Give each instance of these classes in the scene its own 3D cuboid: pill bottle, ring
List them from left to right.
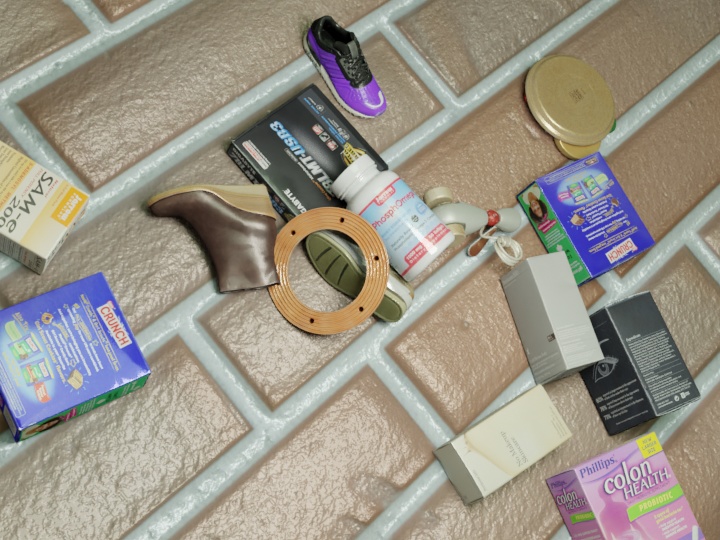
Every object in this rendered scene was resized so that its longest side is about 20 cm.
[{"bbox_3d":[-0.051,0.000,1.718,0.199,0.019,0.201,-1,87,15],"label":"ring"},{"bbox_3d":[0.048,-0.087,1.752,0.200,0.109,0.109,46,61,2],"label":"pill bottle"}]

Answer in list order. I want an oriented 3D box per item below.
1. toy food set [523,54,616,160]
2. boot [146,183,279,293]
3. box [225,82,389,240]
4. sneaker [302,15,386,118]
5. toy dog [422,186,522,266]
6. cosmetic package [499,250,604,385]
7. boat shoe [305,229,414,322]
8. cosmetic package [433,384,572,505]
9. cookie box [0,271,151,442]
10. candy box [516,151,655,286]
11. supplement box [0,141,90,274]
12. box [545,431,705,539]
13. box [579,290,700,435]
[{"bbox_3d":[0.398,-0.319,2.062,0.200,0.049,0.198,40,61,-2],"label":"toy food set"},{"bbox_3d":[-0.227,-0.048,1.697,0.199,0.072,0.167,-4,80,-11],"label":"boot"},{"bbox_3d":[-0.087,-0.184,1.819,0.198,0.050,0.200,-39,87,-30],"label":"box"},{"bbox_3d":[-0.022,-0.355,1.880,0.069,0.100,0.200,-37,86,-27],"label":"sneaker"},{"bbox_3d":[0.177,-0.074,1.869,0.199,0.096,0.132,23,54,-26],"label":"toy dog"},{"bbox_3d":[0.321,0.079,1.841,0.090,0.107,0.201,-14,73,-26],"label":"cosmetic package"},{"bbox_3d":[0.000,0.000,1.772,0.200,0.075,0.068,41,43,-1],"label":"boat shoe"},{"bbox_3d":[0.229,0.277,1.746,0.200,0.073,0.104,-29,82,-29],"label":"cosmetic package"},{"bbox_3d":[-0.425,0.121,1.547,0.199,0.075,0.172,-23,79,-27],"label":"cookie box"},{"bbox_3d":[0.404,-0.090,1.957,0.169,0.077,0.201,-24,79,-29],"label":"candy box"},{"bbox_3d":[-0.517,-0.103,1.601,0.200,0.074,0.126,31,62,-8],"label":"supplement box"},{"bbox_3d":[0.430,0.390,1.766,0.175,0.097,0.201,-17,76,-26],"label":"box"},{"bbox_3d":[0.453,0.157,1.838,0.104,0.148,0.201,-17,77,-26],"label":"box"}]
